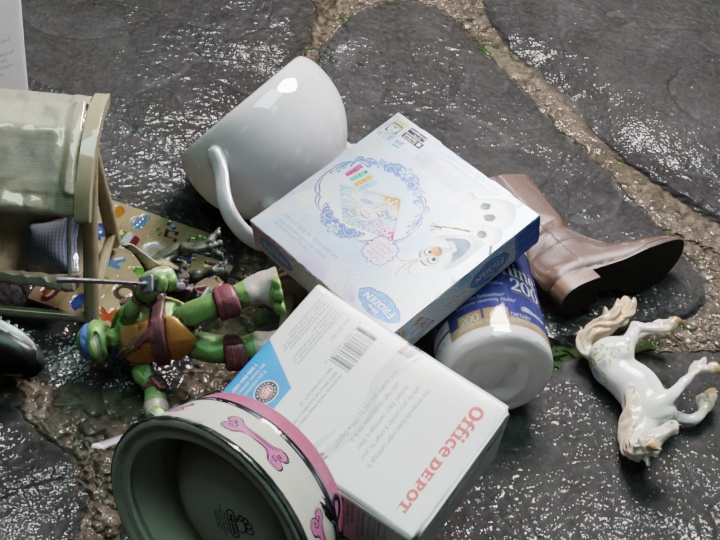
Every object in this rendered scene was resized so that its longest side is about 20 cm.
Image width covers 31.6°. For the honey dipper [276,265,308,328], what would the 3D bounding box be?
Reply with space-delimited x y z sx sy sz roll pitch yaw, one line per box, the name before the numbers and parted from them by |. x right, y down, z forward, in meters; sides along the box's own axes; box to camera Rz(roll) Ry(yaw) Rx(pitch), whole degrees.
honey dipper | -0.074 0.064 1.238 0.037 0.038 0.202 7 47 -2

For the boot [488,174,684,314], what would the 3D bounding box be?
boot | 0.228 -0.051 1.394 0.184 0.065 0.200 -16 44 -27

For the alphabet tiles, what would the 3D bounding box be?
alphabet tiles | -0.239 -0.003 1.298 0.197 0.006 0.167 18 45 9

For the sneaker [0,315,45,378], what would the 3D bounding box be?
sneaker | -0.386 0.080 1.152 0.197 0.070 0.091 16 58 7

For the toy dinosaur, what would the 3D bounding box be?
toy dinosaur | -0.170 -0.006 1.199 0.087 0.200 0.048 -8 82 -4

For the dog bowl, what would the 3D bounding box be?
dog bowl | -0.098 0.185 0.992 0.199 0.202 0.074 30 39 21

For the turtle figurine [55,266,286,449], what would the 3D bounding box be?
turtle figurine | -0.157 0.071 1.129 0.191 0.200 0.146 -10 84 -7

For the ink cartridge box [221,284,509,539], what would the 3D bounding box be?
ink cartridge box | 0.001 0.130 1.046 0.199 0.085 0.146 33 59 18

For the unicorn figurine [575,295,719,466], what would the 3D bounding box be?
unicorn figurine | 0.278 0.114 1.228 0.136 0.075 0.200 -24 37 -18

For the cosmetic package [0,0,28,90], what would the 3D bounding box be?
cosmetic package | -0.478 -0.273 1.396 0.164 0.202 0.165 -25 53 -32

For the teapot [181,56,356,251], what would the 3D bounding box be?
teapot | -0.083 -0.116 1.341 0.199 0.197 0.147 -40 98 -11

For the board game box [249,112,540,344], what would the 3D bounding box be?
board game box | 0.032 -0.038 1.211 0.198 0.044 0.200 -36 56 -22

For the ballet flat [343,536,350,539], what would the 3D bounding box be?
ballet flat | -0.006 0.149 1.132 0.068 0.072 0.201 11 43 0

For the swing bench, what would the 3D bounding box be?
swing bench | -0.337 -0.063 1.194 0.196 0.202 0.131 4 45 -1

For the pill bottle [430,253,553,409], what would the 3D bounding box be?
pill bottle | 0.119 0.029 1.249 0.109 0.112 0.202 1 44 -8
